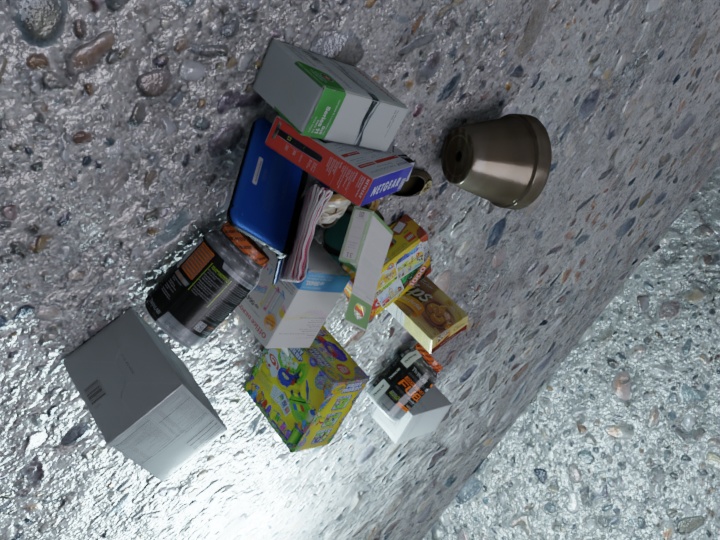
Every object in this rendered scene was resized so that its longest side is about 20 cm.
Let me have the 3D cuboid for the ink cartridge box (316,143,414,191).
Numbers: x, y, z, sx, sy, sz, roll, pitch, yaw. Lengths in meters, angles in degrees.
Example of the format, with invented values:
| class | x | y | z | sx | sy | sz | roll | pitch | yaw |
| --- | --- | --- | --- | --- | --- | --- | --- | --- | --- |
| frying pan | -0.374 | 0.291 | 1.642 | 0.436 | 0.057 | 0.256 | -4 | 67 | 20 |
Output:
| class | x | y | z | sx | sy | sz | roll | pitch | yaw |
| --- | --- | --- | --- | --- | --- | --- | --- | --- | --- |
| ink cartridge box | -0.004 | -0.193 | 1.276 | 0.198 | 0.094 | 0.045 | -13 | 136 | -41 |

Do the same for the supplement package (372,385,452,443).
| class | x | y | z | sx | sy | sz | roll | pitch | yaw |
| --- | --- | --- | --- | --- | --- | --- | --- | --- | --- |
| supplement package | 0.154 | 0.412 | 2.106 | 0.198 | 0.117 | 0.118 | -2 | 128 | -47 |

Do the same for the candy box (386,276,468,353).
| class | x | y | z | sx | sy | sz | roll | pitch | yaw |
| --- | --- | --- | --- | --- | --- | --- | --- | --- | --- |
| candy box | 0.141 | 0.085 | 1.651 | 0.114 | 0.200 | 0.056 | -29 | 143 | -24 |

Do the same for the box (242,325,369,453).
| class | x | y | z | sx | sy | sz | roll | pitch | yaw |
| --- | --- | --- | --- | --- | --- | --- | --- | --- | --- |
| box | -0.119 | 0.239 | 1.514 | 0.121 | 0.200 | 0.194 | 3 | 125 | -50 |

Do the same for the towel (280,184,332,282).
| class | x | y | z | sx | sy | sz | roll | pitch | yaw |
| --- | --- | --- | --- | --- | --- | --- | --- | --- | --- |
| towel | -0.090 | -0.052 | 1.119 | 0.200 | 0.029 | 0.149 | 176 | -70 | -79 |

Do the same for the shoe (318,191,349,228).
| class | x | y | z | sx | sy | sz | roll | pitch | yaw |
| --- | --- | --- | --- | --- | --- | --- | --- | --- | --- |
| shoe | -0.050 | -0.107 | 1.248 | 0.069 | 0.054 | 0.200 | -11 | -178 | -9 |

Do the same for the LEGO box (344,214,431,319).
| class | x | y | z | sx | sy | sz | roll | pitch | yaw |
| --- | --- | --- | --- | --- | --- | --- | --- | --- | --- |
| LEGO box | 0.056 | -0.003 | 1.570 | 0.199 | 0.077 | 0.150 | -37 | 147 | -15 |

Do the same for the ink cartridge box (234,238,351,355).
| class | x | y | z | sx | sy | sz | roll | pitch | yaw |
| --- | --- | --- | --- | --- | --- | --- | --- | --- | --- |
| ink cartridge box | -0.138 | 0.051 | 1.352 | 0.124 | 0.128 | 0.202 | 7 | 120 | -52 |

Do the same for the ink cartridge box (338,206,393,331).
| class | x | y | z | sx | sy | sz | roll | pitch | yaw |
| --- | --- | --- | --- | --- | --- | --- | --- | --- | --- |
| ink cartridge box | 0.000 | 0.000 | 1.320 | 0.145 | 0.047 | 0.203 | 36 | 70 | -70 |

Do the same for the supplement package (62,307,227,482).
| class | x | y | z | sx | sy | sz | roll | pitch | yaw |
| --- | --- | --- | --- | --- | --- | --- | --- | --- | --- |
| supplement package | -0.361 | 0.214 | 1.210 | 0.146 | 0.191 | 0.201 | -38 | 147 | -11 |

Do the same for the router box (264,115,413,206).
| class | x | y | z | sx | sy | sz | roll | pitch | yaw |
| --- | --- | --- | --- | --- | --- | --- | --- | --- | --- |
| router box | -0.028 | -0.182 | 1.122 | 0.049 | 0.178 | 0.200 | -60 | 168 | 23 |

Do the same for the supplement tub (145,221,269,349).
| class | x | y | z | sx | sy | sz | roll | pitch | yaw |
| --- | --- | --- | --- | --- | --- | --- | --- | --- | --- |
| supplement tub | -0.253 | 0.021 | 1.191 | 0.200 | 0.123 | 0.123 | -46 | 148 | 0 |

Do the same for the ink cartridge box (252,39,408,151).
| class | x | y | z | sx | sy | sz | roll | pitch | yaw |
| --- | --- | --- | --- | --- | --- | --- | --- | --- | --- |
| ink cartridge box | -0.043 | -0.266 | 1.101 | 0.198 | 0.147 | 0.084 | 0 | 128 | -48 |

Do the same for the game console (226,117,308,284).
| class | x | y | z | sx | sy | sz | roll | pitch | yaw |
| --- | --- | --- | --- | --- | --- | --- | --- | --- | --- |
| game console | -0.151 | -0.109 | 1.153 | 0.170 | 0.203 | 0.117 | 31 | 145 | -34 |

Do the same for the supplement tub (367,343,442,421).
| class | x | y | z | sx | sy | sz | roll | pitch | yaw |
| --- | --- | --- | --- | --- | --- | --- | --- | --- | --- |
| supplement tub | 0.123 | 0.303 | 1.944 | 0.200 | 0.122 | 0.123 | -46 | 148 | -1 |

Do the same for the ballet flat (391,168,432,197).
| class | x | y | z | sx | sy | sz | roll | pitch | yaw |
| --- | --- | --- | --- | --- | --- | --- | --- | --- | --- |
| ballet flat | 0.086 | -0.174 | 1.446 | 0.198 | 0.046 | 0.068 | 0 | 127 | -49 |

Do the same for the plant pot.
| class | x | y | z | sx | sy | sz | roll | pitch | yaw |
| --- | --- | --- | --- | --- | --- | --- | --- | --- | --- |
| plant pot | 0.269 | -0.232 | 1.492 | 0.171 | 0.201 | 0.202 | 0 | 128 | -28 |

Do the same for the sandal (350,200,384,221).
| class | x | y | z | sx | sy | sz | roll | pitch | yaw |
| --- | --- | --- | --- | --- | --- | --- | --- | --- | --- |
| sandal | 0.010 | -0.139 | 1.363 | 0.054 | 0.081 | 0.200 | -36 | 156 | 10 |

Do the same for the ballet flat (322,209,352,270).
| class | x | y | z | sx | sy | sz | roll | pitch | yaw |
| --- | --- | --- | --- | --- | --- | --- | --- | --- | --- |
| ballet flat | -0.044 | -0.050 | 1.434 | 0.063 | 0.068 | 0.202 | -51 | 165 | -53 |
